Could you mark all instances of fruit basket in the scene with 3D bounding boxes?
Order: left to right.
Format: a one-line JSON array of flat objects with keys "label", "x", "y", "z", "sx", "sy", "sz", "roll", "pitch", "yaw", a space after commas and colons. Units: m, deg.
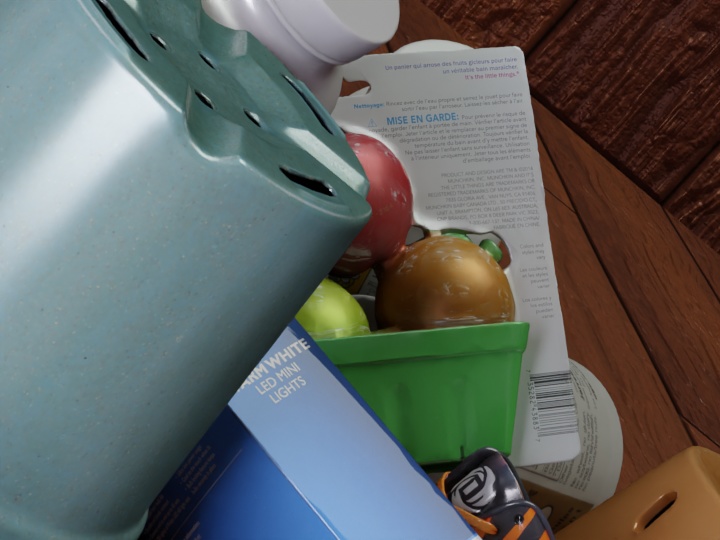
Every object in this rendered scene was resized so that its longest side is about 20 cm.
[{"label": "fruit basket", "x": 0.000, "y": 0.000, "z": 1.282, "sx": 0.094, "sy": 0.184, "sz": 0.201, "roll": 128, "pitch": -46, "yaw": -69}]

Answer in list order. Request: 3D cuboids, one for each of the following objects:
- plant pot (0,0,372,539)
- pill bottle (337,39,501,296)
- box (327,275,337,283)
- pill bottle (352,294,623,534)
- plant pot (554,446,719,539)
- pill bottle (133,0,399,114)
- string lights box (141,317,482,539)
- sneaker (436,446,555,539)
[{"label": "plant pot", "x": -0.112, "y": -0.002, "z": 0.974, "sx": 0.200, "sy": 0.196, "sz": 0.200, "roll": 39, "pitch": 16, "yaw": -13}, {"label": "pill bottle", "x": 0.017, "y": -0.028, "z": 1.468, "sx": 0.112, "sy": 0.200, "sz": 0.113, "roll": 11, "pitch": 54, "yaw": -15}, {"label": "box", "x": -0.094, "y": -0.046, "z": 1.405, "sx": 0.200, "sy": 0.050, "sz": 0.158, "roll": 45, "pitch": -18, "yaw": 13}, {"label": "pill bottle", "x": 0.044, "y": 0.078, "z": 1.423, "sx": 0.114, "sy": 0.114, "sz": 0.200, "roll": 50, "pitch": 14, "yaw": 32}, {"label": "plant pot", "x": 0.170, "y": 0.184, "z": 1.399, "sx": 0.200, "sy": 0.140, "sz": 0.200, "roll": 39, "pitch": 11, "yaw": -9}, {"label": "pill bottle", "x": -0.086, "y": -0.080, "z": 1.099, "sx": 0.112, "sy": 0.200, "sz": 0.113, "roll": 40, "pitch": 35, "yaw": -36}, {"label": "string lights box", "x": -0.040, "y": 0.084, "z": 1.099, "sx": 0.059, "sy": 0.103, "sz": 0.200, "roll": -31, "pitch": 76, "yaw": -41}, {"label": "sneaker", "x": 0.010, "y": 0.110, "z": 1.205, "sx": 0.200, "sy": 0.112, "sz": 0.078, "roll": 35, "pitch": 13, "yaw": -28}]
